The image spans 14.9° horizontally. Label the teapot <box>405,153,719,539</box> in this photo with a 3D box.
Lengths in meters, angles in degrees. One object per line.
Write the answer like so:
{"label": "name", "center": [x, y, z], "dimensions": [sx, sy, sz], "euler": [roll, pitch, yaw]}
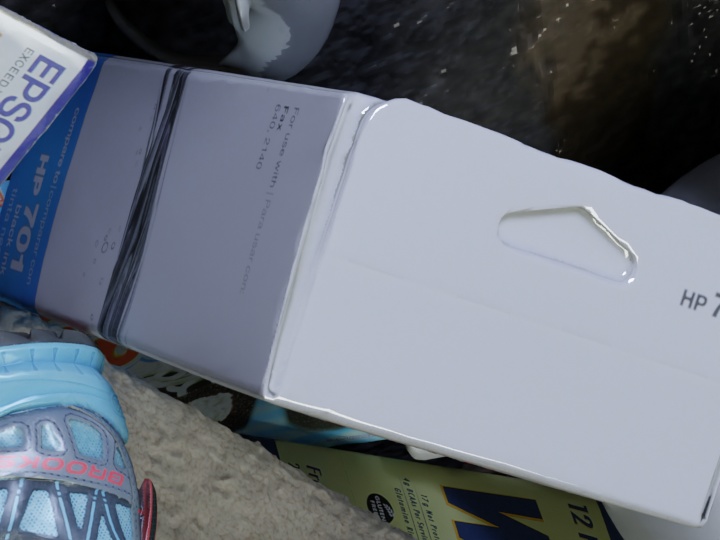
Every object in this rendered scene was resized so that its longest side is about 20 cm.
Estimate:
{"label": "teapot", "center": [0.151, 0.035, 0.992], "dimensions": [0.200, 0.146, 0.198], "euler": [38, 77, -31]}

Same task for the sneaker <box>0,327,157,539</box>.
{"label": "sneaker", "center": [-0.150, 0.090, 0.741], "dimensions": [0.200, 0.096, 0.079], "euler": [-23, 166, -3]}

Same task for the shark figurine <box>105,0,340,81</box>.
{"label": "shark figurine", "center": [-0.012, -0.106, 0.744], "dimensions": [0.089, 0.128, 0.215], "euler": [-29, 145, -16]}

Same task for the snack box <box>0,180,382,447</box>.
{"label": "snack box", "center": [-0.066, 0.018, 0.922], "dimensions": [0.200, 0.037, 0.116], "euler": [-5, 138, -25]}

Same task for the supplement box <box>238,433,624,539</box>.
{"label": "supplement box", "center": [-0.015, 0.175, 1.028], "dimensions": [0.200, 0.134, 0.200], "euler": [12, 141, -40]}

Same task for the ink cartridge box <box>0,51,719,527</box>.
{"label": "ink cartridge box", "center": [0.000, 0.000, 0.783], "dimensions": [0.146, 0.200, 0.086], "euler": [19, 89, -28]}

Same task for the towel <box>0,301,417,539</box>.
{"label": "towel", "center": [-0.058, 0.106, 0.847], "dimensions": [0.200, 0.133, 0.034], "euler": [31, 145, -23]}

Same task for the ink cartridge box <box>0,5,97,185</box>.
{"label": "ink cartridge box", "center": [-0.207, -0.041, 0.731], "dimensions": [0.200, 0.043, 0.196], "euler": [27, 118, -32]}
